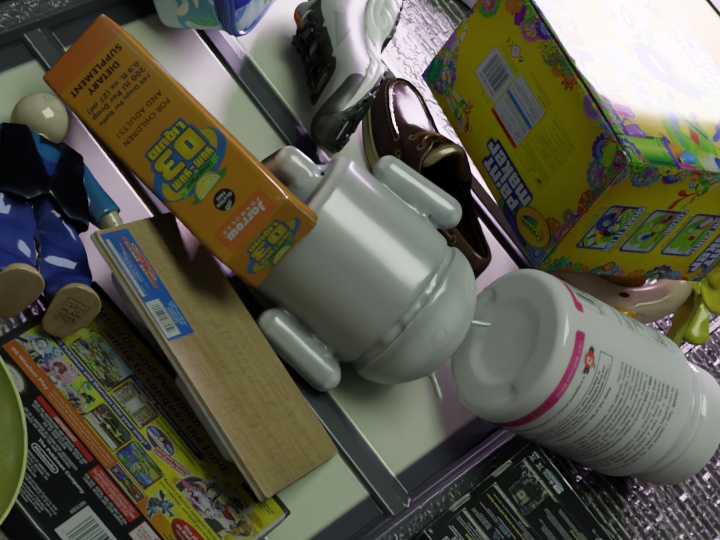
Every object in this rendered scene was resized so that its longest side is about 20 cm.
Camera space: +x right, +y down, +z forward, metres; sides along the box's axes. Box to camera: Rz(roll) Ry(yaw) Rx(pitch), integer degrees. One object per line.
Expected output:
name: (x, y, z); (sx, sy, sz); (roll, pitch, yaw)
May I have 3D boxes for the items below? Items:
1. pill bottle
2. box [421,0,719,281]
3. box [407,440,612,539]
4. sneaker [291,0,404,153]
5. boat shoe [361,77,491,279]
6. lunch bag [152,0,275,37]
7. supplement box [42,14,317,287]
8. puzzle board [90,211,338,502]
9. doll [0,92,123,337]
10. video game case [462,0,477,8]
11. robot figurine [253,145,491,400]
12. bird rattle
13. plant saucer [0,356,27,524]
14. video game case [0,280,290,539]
pill bottle: (0.170, 0.084, 1.776); (0.200, 0.113, 0.114); (26, 41, -39)
box: (0.186, -0.109, 1.845); (0.192, 0.122, 0.200); (4, 47, -42)
box: (0.131, 0.234, 1.673); (0.200, 0.044, 0.160); (51, 38, 5)
sneaker: (-0.021, -0.161, 1.862); (0.079, 0.074, 0.201); (26, 36, -12)
boat shoe: (0.057, -0.073, 1.848); (0.072, 0.072, 0.201); (15, 48, -35)
lunch bag: (-0.092, -0.275, 1.825); (0.082, 0.161, 0.200); (7, 33, 21)
supplement box: (-0.121, -0.081, 1.635); (0.200, 0.067, 0.069); (44, 1, 21)
puzzle board: (-0.096, 0.053, 1.592); (0.200, 0.017, 0.151); (56, 18, 4)
doll: (-0.206, -0.042, 1.582); (0.136, 0.049, 0.200); (21, 35, -27)
video game case: (0.155, -0.251, 2.142); (0.200, 0.022, 0.182); (40, 38, -8)
robot figurine: (0.000, 0.000, 1.696); (0.200, 0.113, 0.170); (41, 77, -9)
bird rattle: (0.218, -0.029, 1.949); (0.163, 0.113, 0.200); (-26, 73, -34)
plant saucer: (-0.288, 0.089, 1.390); (0.199, 0.031, 0.201); (17, 51, -23)
video game case: (-0.159, 0.118, 1.512); (0.200, 0.026, 0.181); (49, 38, 5)
